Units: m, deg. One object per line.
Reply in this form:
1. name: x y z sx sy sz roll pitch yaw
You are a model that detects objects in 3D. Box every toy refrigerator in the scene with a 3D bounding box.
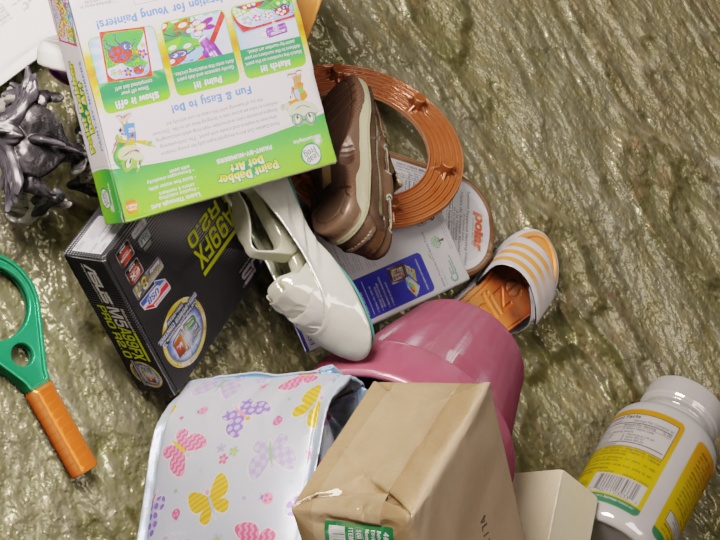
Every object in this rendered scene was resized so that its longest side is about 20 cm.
1. toy refrigerator: 0.153 0.287 1.565 0.070 0.076 0.200 39 54 -38

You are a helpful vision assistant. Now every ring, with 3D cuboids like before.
1. ring: 0.002 -0.122 1.602 0.200 0.019 0.201 10 49 -12

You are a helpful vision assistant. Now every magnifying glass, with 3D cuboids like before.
1. magnifying glass: -0.272 0.077 1.401 0.080 0.022 0.200 -32 93 -38

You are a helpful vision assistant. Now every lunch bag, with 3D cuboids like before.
1. lunch bag: -0.077 0.180 1.397 0.127 0.169 0.200 36 54 -56

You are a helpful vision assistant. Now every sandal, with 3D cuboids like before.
1. sandal: -0.224 -0.165 1.441 0.082 0.203 0.050 17 98 11
2. sandal: 0.143 0.030 1.682 0.207 0.059 0.079 -43 102 -36

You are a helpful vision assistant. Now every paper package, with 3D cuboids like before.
1. paper package: 0.047 0.212 1.344 0.191 0.103 0.200 -54 137 -52

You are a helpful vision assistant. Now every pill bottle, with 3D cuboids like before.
1. pill bottle: 0.280 0.200 1.693 0.113 0.113 0.200 46 55 -15

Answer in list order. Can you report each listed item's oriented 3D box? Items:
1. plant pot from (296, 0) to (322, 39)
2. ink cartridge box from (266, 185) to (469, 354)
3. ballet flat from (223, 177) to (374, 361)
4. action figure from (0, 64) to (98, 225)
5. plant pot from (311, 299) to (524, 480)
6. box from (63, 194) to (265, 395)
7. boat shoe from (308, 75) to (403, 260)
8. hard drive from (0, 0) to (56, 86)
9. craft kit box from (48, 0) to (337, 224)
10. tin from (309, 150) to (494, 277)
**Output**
1. plant pot: -0.115 -0.246 1.516 0.140 0.200 0.200 19 64 -12
2. ink cartridge box: 0.000 0.000 1.563 0.200 0.039 0.100 -22 90 -35
3. ballet flat: -0.061 -0.006 1.432 0.069 0.069 0.200 -16 69 -37
4. action figure: -0.256 -0.094 1.411 0.200 0.102 0.119 17 74 -53
5. plant pot: 0.055 0.124 1.523 0.200 0.200 0.179 52 38 -11
6. box: -0.150 -0.022 1.451 0.200 0.044 0.160 -57 140 -35
7. boat shoe: -0.002 -0.086 1.524 0.075 0.075 0.202 34 39 -29
8. hard drive: -0.342 -0.251 1.448 0.200 0.026 0.132 52 53 -10
9. craft kit box: -0.131 -0.155 1.368 0.200 0.049 0.198 -17 96 -30
10. tin: 0.044 -0.051 1.653 0.200 0.042 0.112 16 71 -31
